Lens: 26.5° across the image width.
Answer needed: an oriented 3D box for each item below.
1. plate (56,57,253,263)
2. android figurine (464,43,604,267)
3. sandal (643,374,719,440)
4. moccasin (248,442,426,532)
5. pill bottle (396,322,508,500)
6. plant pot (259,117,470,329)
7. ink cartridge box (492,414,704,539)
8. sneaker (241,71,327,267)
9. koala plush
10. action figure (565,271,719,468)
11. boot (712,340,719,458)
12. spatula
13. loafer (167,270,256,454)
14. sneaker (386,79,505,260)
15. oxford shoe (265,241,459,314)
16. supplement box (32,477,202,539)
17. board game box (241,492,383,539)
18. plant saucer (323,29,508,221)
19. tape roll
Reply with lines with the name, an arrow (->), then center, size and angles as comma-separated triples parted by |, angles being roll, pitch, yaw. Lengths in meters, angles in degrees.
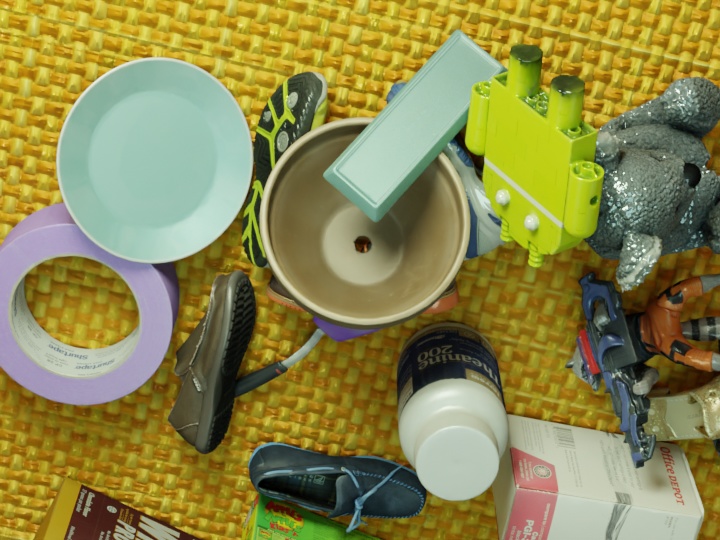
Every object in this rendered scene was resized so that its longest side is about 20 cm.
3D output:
plate -> -0.202, -0.108, 1.504 | 0.197, 0.026, 0.203 | -5, 103, -20
android figurine -> 0.158, -0.097, 1.387 | 0.041, 0.182, 0.202 | -19, 134, -26
sandal -> 0.357, 0.152, 1.568 | 0.210, 0.070, 0.078 | -14, 108, 36
moccasin -> -0.026, 0.244, 1.657 | 0.197, 0.068, 0.082 | 7, 113, -3
pill bottle -> 0.092, 0.143, 1.542 | 0.109, 0.201, 0.112 | 0, 114, 0
plant pot -> 0.003, -0.035, 1.463 | 0.198, 0.093, 0.204 | 0, 74, -2
ink cartridge box -> 0.245, 0.237, 1.610 | 0.197, 0.147, 0.084 | 10, 114, -4
sneaker -> -0.062, -0.101, 1.521 | 0.076, 0.075, 0.202 | 1, 114, -34
koala plush -> 0.259, -0.069, 1.435 | 0.182, 0.200, 0.180 | -18, 95, 25
action figure -> 0.303, 0.094, 1.558 | 0.191, 0.104, 0.203 | -13, 82, 32
boot -> 0.404, 0.157, 1.615 | 0.096, 0.075, 0.201 | -31, 111, 10
spatula -> -0.069, 0.088, 1.611 | 0.199, 0.021, 0.057 | -31, 134, 16
loafer -> -0.163, 0.092, 1.590 | 0.070, 0.073, 0.203 | 19, 105, 15
sneaker -> 0.075, -0.092, 1.511 | 0.088, 0.075, 0.201 | -33, 108, 14
oxford shoe -> 0.000, 0.000, 1.548 | 0.197, 0.071, 0.073 | -2, 116, 7
supplement box -> -0.284, 0.376, 1.680 | 0.198, 0.133, 0.199 | 26, 111, -11
board game box -> -0.033, 0.321, 1.672 | 0.198, 0.102, 0.048 | 22, 111, -9
plant saucer -> 0.055, -0.140, 1.437 | 0.070, 0.019, 0.200 | 40, 76, 9
tape roll -> -0.288, 0.034, 1.573 | 0.197, 0.066, 0.203 | 0, 113, 0
